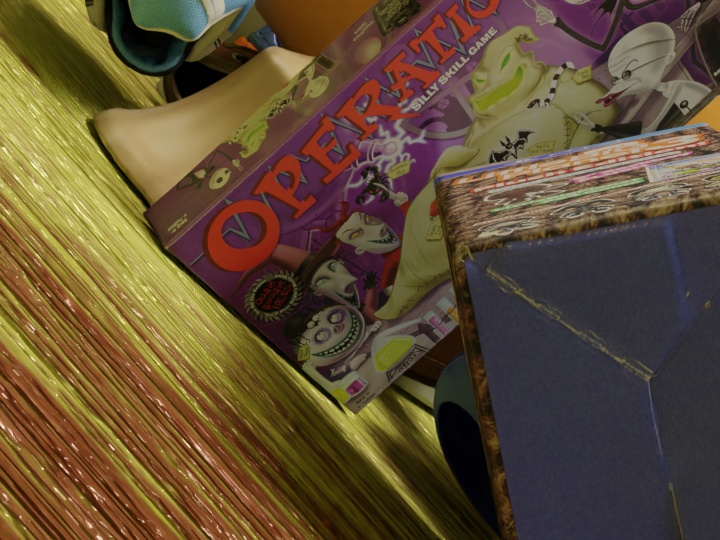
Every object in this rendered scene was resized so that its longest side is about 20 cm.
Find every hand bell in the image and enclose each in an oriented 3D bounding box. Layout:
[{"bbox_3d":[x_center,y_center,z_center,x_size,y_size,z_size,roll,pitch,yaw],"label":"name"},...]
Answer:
[{"bbox_3d":[0.011,-0.083,1.029,0.104,0.200,0.104,48,5,-6],"label":"hand bell"}]

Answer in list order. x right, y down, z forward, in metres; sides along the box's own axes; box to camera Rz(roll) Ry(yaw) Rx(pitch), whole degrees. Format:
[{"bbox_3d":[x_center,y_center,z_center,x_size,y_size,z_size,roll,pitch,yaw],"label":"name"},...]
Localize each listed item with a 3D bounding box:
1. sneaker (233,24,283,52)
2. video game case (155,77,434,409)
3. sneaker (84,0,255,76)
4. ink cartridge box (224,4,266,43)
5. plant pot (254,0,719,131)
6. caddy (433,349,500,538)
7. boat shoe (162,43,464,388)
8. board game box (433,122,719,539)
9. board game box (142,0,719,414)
[{"bbox_3d":[0.022,-0.054,1.322,0.200,0.078,0.075,44,8,-37],"label":"sneaker"},{"bbox_3d":[0.000,0.000,1.304,0.182,0.024,0.200,50,5,23],"label":"video game case"},{"bbox_3d":[-0.080,-0.106,1.087,0.072,0.073,0.200,23,-7,-7],"label":"sneaker"},{"bbox_3d":[-0.063,-0.131,1.418,0.200,0.050,0.161,30,-28,24],"label":"ink cartridge box"},{"bbox_3d":[0.090,-0.092,1.147,0.183,0.200,0.200,54,5,-2],"label":"plant pot"},{"bbox_3d":[0.115,0.092,1.057,0.200,0.105,0.141,47,-29,-5],"label":"caddy"},{"bbox_3d":[-0.010,-0.019,1.163,0.200,0.072,0.068,40,5,25],"label":"boat shoe"},{"bbox_3d":[0.086,0.047,0.879,0.200,0.097,0.160,-88,167,-83],"label":"board game box"},{"bbox_3d":[0.036,-0.049,0.979,0.120,0.200,0.032,43,8,-38],"label":"board game box"}]
